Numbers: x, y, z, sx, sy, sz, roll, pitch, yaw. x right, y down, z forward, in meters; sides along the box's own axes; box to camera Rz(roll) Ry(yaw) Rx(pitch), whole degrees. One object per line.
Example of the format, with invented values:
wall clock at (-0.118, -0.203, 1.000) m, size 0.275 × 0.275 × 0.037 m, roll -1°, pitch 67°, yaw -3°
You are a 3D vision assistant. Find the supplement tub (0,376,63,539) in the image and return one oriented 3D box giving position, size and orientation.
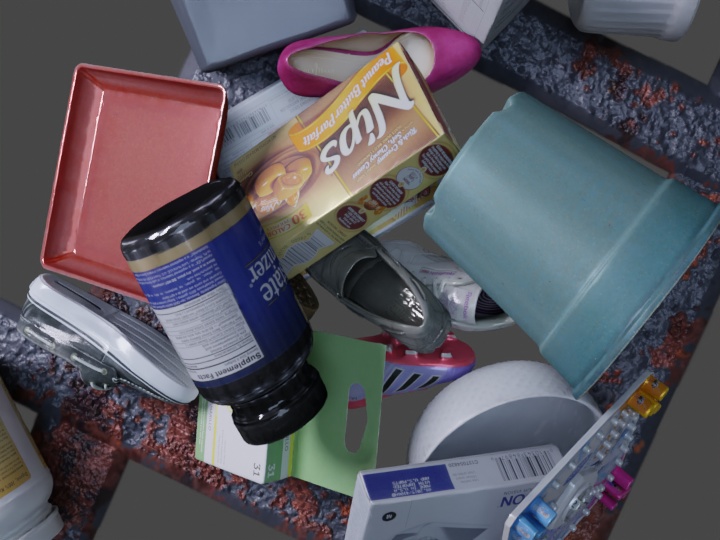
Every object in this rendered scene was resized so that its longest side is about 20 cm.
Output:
supplement tub at (-0.380, 0.185, 0.825) m, size 0.142 × 0.144 × 0.203 m, roll -26°, pitch 94°, yaw 1°

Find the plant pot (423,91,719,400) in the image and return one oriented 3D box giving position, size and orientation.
plant pot at (0.170, -0.034, 0.748) m, size 0.195 × 0.200 × 0.201 m, roll 40°, pitch 92°, yaw 13°

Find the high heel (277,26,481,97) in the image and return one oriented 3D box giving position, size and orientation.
high heel at (0.021, -0.197, 0.811) m, size 0.194 × 0.096 × 0.069 m, roll -3°, pitch 94°, yaw -2°

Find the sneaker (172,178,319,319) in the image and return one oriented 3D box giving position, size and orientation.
sneaker at (-0.133, 0.001, 0.846) m, size 0.200 × 0.067 × 0.090 m, roll 43°, pitch 108°, yaw 14°

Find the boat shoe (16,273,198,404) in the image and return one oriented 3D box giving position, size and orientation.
boat shoe at (-0.248, 0.082, 0.866) m, size 0.198 × 0.072 × 0.072 m, roll 33°, pitch 101°, yaw 8°

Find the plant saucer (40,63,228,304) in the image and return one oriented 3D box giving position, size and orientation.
plant saucer at (-0.208, -0.081, 0.827) m, size 0.196 × 0.036 × 0.205 m, roll 14°, pitch 94°, yaw 31°

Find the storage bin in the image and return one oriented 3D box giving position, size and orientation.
storage bin at (-0.093, -0.273, 0.811) m, size 0.196 × 0.146 × 0.137 m, roll -19°, pitch 104°, yaw 0°

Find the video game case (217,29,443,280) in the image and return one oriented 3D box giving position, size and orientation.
video game case at (-0.037, -0.107, 0.875) m, size 0.197 × 0.023 × 0.185 m, roll -30°, pitch 94°, yaw 0°

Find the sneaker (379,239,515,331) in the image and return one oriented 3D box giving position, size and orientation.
sneaker at (0.071, 0.015, 0.847) m, size 0.195 × 0.100 × 0.077 m, roll 6°, pitch 96°, yaw 0°

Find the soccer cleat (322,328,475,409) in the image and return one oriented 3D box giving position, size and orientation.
soccer cleat at (0.017, 0.100, 0.860) m, size 0.195 × 0.067 × 0.078 m, roll -2°, pitch 112°, yaw 13°

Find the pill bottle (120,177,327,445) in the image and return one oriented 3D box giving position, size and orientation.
pill bottle at (-0.106, 0.037, 0.729) m, size 0.110 × 0.112 × 0.203 m, roll -26°, pitch 108°, yaw 0°

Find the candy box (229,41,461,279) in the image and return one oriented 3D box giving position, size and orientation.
candy box at (-0.016, -0.097, 0.788) m, size 0.198 × 0.055 × 0.117 m, roll -32°, pitch 57°, yaw 14°

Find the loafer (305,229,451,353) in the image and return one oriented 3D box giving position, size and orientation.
loafer at (0.000, 0.000, 0.806) m, size 0.198 × 0.070 × 0.071 m, roll 35°, pitch 88°, yaw 25°

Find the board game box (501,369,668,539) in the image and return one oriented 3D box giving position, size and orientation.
board game box at (0.196, 0.211, 0.795) m, size 0.199 × 0.202 × 0.026 m, roll -38°, pitch 57°, yaw -26°

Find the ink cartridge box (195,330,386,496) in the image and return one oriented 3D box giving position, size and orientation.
ink cartridge box at (-0.072, 0.125, 0.823) m, size 0.197 × 0.047 × 0.150 m, roll 8°, pitch 95°, yaw 40°

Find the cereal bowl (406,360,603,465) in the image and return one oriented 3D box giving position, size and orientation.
cereal bowl at (0.132, 0.159, 0.842) m, size 0.195 × 0.084 × 0.203 m, roll -9°, pitch 132°, yaw -11°

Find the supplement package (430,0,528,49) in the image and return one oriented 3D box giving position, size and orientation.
supplement package at (0.115, -0.293, 0.772) m, size 0.114 × 0.200 × 0.110 m, roll 44°, pitch 92°, yaw 0°

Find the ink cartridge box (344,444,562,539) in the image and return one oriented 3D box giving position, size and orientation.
ink cartridge box at (0.078, 0.252, 0.817) m, size 0.195 × 0.041 × 0.203 m, roll -4°, pitch 131°, yaw -17°

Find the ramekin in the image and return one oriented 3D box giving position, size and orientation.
ramekin at (0.241, -0.309, 0.784) m, size 0.095 × 0.200 × 0.206 m, roll 0°, pitch 94°, yaw 7°
